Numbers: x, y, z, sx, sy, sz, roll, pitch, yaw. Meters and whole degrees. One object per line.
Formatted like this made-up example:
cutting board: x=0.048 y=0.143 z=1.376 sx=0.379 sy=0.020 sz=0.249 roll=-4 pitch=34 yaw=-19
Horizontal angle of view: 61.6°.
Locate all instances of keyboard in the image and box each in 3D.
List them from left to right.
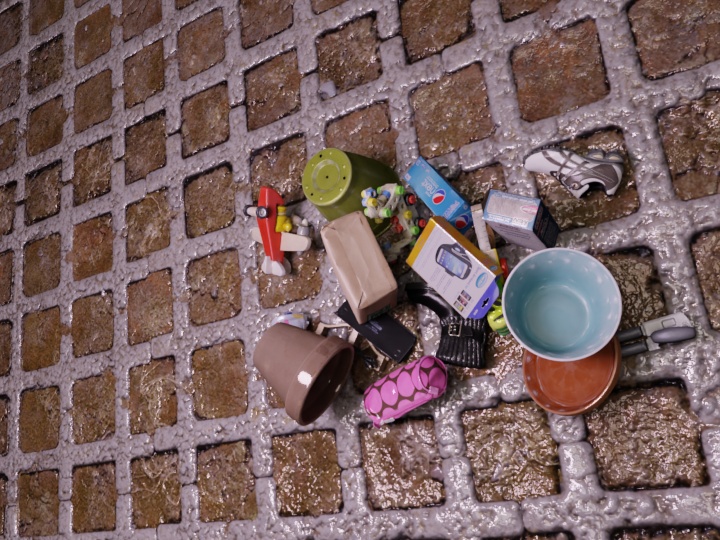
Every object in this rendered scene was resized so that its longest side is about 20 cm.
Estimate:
keyboard: x=0.019 y=0.145 z=1.363 sx=0.199 sy=0.021 sz=0.127 roll=36 pitch=73 yaw=26

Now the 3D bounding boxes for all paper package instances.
paper package: x=0.000 y=0.000 z=1.298 sx=0.102 sy=0.200 sz=0.193 roll=-24 pitch=76 yaw=-4

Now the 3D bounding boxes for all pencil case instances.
pencil case: x=-0.156 y=0.203 z=1.436 sx=0.089 sy=0.083 sz=0.203 roll=-6 pitch=72 yaw=-17
pencil case: x=0.092 y=0.255 z=1.256 sx=0.200 sy=0.090 sz=0.095 roll=-42 pitch=24 yaw=40

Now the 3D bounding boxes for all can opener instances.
can opener: x=0.502 y=0.126 z=1.104 sx=0.198 sy=0.066 sz=0.054 roll=-23 pitch=69 yaw=29

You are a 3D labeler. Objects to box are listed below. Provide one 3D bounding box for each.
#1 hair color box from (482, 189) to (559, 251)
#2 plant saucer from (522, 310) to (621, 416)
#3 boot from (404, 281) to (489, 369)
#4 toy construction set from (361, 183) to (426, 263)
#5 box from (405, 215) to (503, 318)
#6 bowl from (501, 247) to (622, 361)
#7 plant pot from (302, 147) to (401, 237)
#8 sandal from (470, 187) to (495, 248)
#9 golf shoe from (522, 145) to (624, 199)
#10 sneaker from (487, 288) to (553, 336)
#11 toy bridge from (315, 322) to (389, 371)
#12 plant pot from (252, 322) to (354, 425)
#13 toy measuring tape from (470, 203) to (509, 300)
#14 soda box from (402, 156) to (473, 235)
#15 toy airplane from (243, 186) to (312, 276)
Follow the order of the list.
hair color box: x=0.315 y=-0.092 z=1.167 sx=0.099 sy=0.199 sz=0.062 roll=17 pitch=88 yaw=29
plant saucer: x=0.395 y=0.171 z=1.131 sx=0.199 sy=0.032 sz=0.203 roll=-33 pitch=45 yaw=39
boot: x=0.174 y=0.113 z=1.273 sx=0.208 sy=0.079 sz=0.161 roll=12 pitch=86 yaw=29
toy construction set: x=0.072 y=-0.106 z=1.331 sx=0.091 sy=0.202 sz=0.131 roll=19 pitch=50 yaw=38
box: x=0.192 y=0.000 z=1.200 sx=0.200 sy=0.041 sz=0.120 roll=44 pitch=128 yaw=20
bowl: x=0.356 y=0.072 z=1.085 sx=0.197 sy=0.105 sz=0.204 roll=-5 pitch=70 yaw=13
plant pot: x=-0.032 y=-0.185 z=1.380 sx=0.197 sy=0.192 sz=0.204 roll=-6 pitch=78 yaw=27
sandal: x=0.264 y=-0.072 z=1.275 sx=0.054 sy=0.082 sz=0.203 roll=17 pitch=81 yaw=8
golf shoe: x=0.416 y=-0.193 z=1.203 sx=0.197 sy=0.077 sz=0.096 roll=8 pitch=84 yaw=31
sneaker: x=0.342 y=0.061 z=1.199 sx=0.198 sy=0.084 sz=0.075 roll=-29 pitch=48 yaw=2
toy bridge: x=-0.015 y=0.163 z=1.397 sx=0.198 sy=0.027 sz=0.068 roll=24 pitch=91 yaw=29
plant pot: x=-0.136 y=0.203 z=1.308 sx=0.173 sy=0.200 sz=0.202 roll=31 pitch=95 yaw=20
toy measuring tape: x=0.255 y=-0.036 z=1.211 sx=0.072 sy=0.073 sz=0.203 roll=-12 pitch=99 yaw=26
soda box: x=0.172 y=-0.162 z=1.299 sx=0.064 sy=0.067 sz=0.201 roll=-48 pitch=43 yaw=16
toy airplane: x=-0.197 y=-0.086 z=1.500 sx=0.201 sy=0.140 sz=0.200 roll=51 pitch=143 yaw=18
